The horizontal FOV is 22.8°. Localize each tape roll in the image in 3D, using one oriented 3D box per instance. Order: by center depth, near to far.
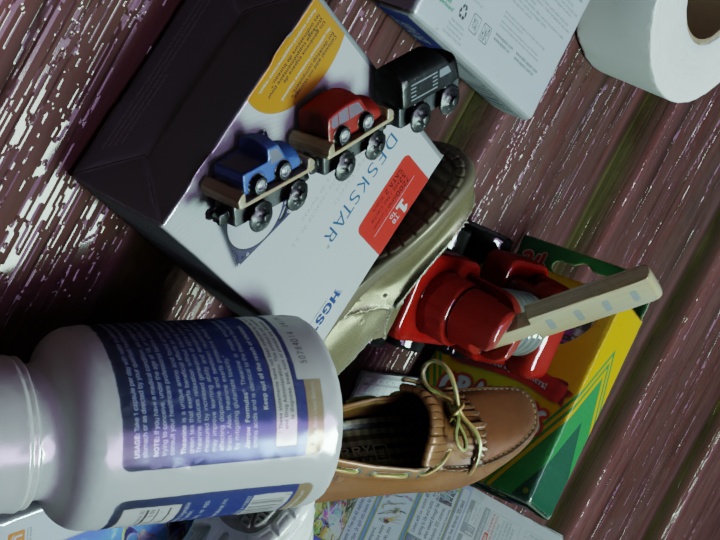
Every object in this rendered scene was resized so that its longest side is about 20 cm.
[{"bbox_3d":[0.249,-0.233,1.359,0.202,0.071,0.203,-34,138,-37],"label":"tape roll"}]

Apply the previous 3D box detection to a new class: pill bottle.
[{"bbox_3d":[-0.120,0.084,0.981,0.199,0.111,0.111,-2,118,-28],"label":"pill bottle"}]

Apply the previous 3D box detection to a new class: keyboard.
[{"bbox_3d":[0.042,0.108,1.372,0.200,0.011,0.056,12,103,-57],"label":"keyboard"}]

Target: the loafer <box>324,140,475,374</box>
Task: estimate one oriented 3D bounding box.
[{"bbox_3d":[0.000,0.000,1.149,0.200,0.076,0.067,-44,146,1],"label":"loafer"}]

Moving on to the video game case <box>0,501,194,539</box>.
[{"bbox_3d":[-0.161,0.194,1.084,0.181,0.045,0.201,-17,129,-39],"label":"video game case"}]

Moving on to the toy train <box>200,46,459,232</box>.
[{"bbox_3d":[-0.012,-0.077,0.985,0.200,0.034,0.046,-34,135,-38],"label":"toy train"}]

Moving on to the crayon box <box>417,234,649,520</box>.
[{"bbox_3d":[0.123,0.069,1.339,0.201,0.127,0.051,-64,147,-10],"label":"crayon box"}]

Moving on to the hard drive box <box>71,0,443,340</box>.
[{"bbox_3d":[-0.053,-0.063,1.042,0.156,0.077,0.200,-57,149,-7],"label":"hard drive box"}]

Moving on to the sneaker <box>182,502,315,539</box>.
[{"bbox_3d":[-0.092,0.202,1.071,0.200,0.078,0.100,-42,145,-18],"label":"sneaker"}]

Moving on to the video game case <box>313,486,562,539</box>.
[{"bbox_3d":[0.026,0.222,1.213,0.045,0.181,0.200,-56,-176,48],"label":"video game case"}]

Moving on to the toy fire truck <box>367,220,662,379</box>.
[{"bbox_3d":[0.107,0.023,1.220,0.176,0.200,0.129,12,104,-57],"label":"toy fire truck"}]

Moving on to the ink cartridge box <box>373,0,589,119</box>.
[{"bbox_3d":[0.106,-0.225,1.186,0.196,0.043,0.201,31,84,-58],"label":"ink cartridge box"}]

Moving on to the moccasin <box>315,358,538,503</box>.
[{"bbox_3d":[0.037,0.108,1.212,0.200,0.074,0.078,-1,150,-27],"label":"moccasin"}]
